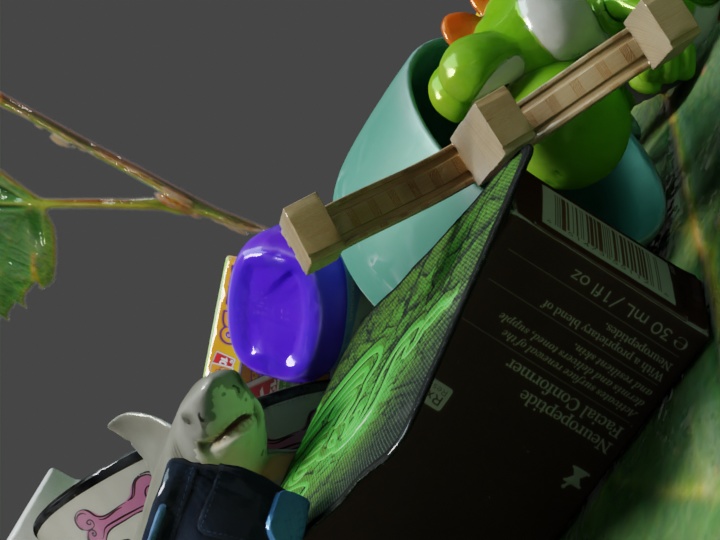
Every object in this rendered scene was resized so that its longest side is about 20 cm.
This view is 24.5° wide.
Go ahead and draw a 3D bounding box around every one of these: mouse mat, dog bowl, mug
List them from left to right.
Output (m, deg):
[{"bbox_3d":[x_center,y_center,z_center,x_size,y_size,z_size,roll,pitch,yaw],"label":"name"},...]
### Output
[{"bbox_3d":[-0.075,0.136,0.917,0.199,0.074,0.200,-24,-15,-7],"label":"dog bowl"},{"bbox_3d":[0.005,0.047,0.701,0.200,0.008,0.161,-51,10,54],"label":"mouse mat"},{"bbox_3d":[0.075,-0.025,0.856,0.115,0.184,0.153,-55,39,35],"label":"mug"}]

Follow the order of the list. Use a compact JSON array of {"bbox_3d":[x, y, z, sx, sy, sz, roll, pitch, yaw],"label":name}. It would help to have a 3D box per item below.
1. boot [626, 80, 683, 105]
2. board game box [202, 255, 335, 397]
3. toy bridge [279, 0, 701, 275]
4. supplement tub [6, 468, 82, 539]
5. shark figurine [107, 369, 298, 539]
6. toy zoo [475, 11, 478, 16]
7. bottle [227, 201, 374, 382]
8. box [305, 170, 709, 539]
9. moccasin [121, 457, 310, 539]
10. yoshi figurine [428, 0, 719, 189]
[{"bbox_3d":[0.074,-0.138,0.964,0.199,0.139,0.077,-23,9,3],"label":"boot"},{"bbox_3d":[-0.045,0.054,1.002,0.200,0.030,0.096,29,-109,-74],"label":"board game box"},{"bbox_3d":[0.055,-0.057,0.706,0.199,0.027,0.067,-31,-6,-11],"label":"toy bridge"},{"bbox_3d":[-0.139,0.226,1.029,0.132,0.199,0.132,-58,5,9],"label":"supplement tub"},{"bbox_3d":[-0.108,0.118,0.800,0.215,0.089,0.128,-55,-22,16],"label":"shark figurine"},{"bbox_3d":[0.065,-0.084,1.127,0.200,0.020,0.132,113,167,-46],"label":"toy zoo"},{"bbox_3d":[0.000,0.000,0.943,0.200,0.065,0.084,-25,-56,-59],"label":"bottle"},{"bbox_3d":[0.052,0.066,0.720,0.201,0.100,0.075,-57,6,21],"label":"box"},{"bbox_3d":[-0.089,0.136,0.687,0.200,0.068,0.081,-54,11,34],"label":"moccasin"},{"bbox_3d":[0.130,-0.101,0.792,0.199,0.112,0.113,-26,-51,-20],"label":"yoshi figurine"}]
